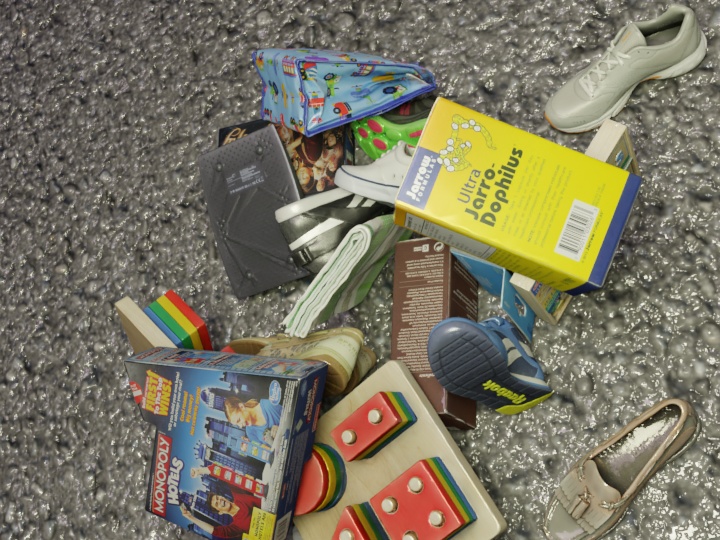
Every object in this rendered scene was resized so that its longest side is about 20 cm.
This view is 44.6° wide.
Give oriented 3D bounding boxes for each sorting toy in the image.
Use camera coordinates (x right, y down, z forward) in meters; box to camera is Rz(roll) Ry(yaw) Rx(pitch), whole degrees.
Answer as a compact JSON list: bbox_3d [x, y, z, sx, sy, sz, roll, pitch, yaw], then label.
[{"bbox_3d":[0.006,0.228,0.884,0.199,0.070,0.200,-41,66,18],"label":"sorting toy"},{"bbox_3d":[-0.189,0.136,1.054,0.070,0.199,0.200,-36,58,-24],"label":"sorting toy"}]

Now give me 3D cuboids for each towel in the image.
[{"bbox_3d":[0.000,0.000,0.988,0.031,0.200,0.149,42,110,11],"label":"towel"}]

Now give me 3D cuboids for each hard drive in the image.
[{"bbox_3d":[-0.130,-0.075,1.148,0.135,0.042,0.201,-19,83,22],"label":"hard drive"}]

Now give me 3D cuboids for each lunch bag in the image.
[{"bbox_3d":[-0.014,-0.242,1.107,0.199,0.094,0.150,-16,23,-23],"label":"lunch bag"}]

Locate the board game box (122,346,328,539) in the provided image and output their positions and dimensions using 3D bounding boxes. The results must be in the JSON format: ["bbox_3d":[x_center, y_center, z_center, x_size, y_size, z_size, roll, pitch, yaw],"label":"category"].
[{"bbox_3d":[-0.148,0.161,0.883,0.199,0.062,0.201,18,106,22],"label":"board game box"}]

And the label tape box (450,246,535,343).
[{"bbox_3d":[0.148,-0.033,0.972,0.066,0.143,0.201,-4,69,24],"label":"label tape box"}]

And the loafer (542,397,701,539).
[{"bbox_3d":[0.254,0.199,0.881,0.200,0.063,0.072,-45,58,4],"label":"loafer"}]

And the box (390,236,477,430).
[{"bbox_3d":[0.085,0.073,0.990,0.075,0.100,0.201,-7,67,24],"label":"box"}]

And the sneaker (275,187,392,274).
[{"bbox_3d":[0.003,-0.055,1.095,0.199,0.073,0.112,-20,94,-12],"label":"sneaker"}]

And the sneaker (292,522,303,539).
[{"bbox_3d":[0.002,0.228,0.982,0.200,0.075,0.114,-24,65,18],"label":"sneaker"}]

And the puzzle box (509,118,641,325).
[{"bbox_3d":[0.236,-0.047,0.943,0.025,0.133,0.200,29,86,31],"label":"puzzle box"}]

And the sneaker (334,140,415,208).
[{"bbox_3d":[0.044,-0.106,0.973,0.200,0.073,0.071,19,92,52],"label":"sneaker"}]

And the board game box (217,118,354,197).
[{"bbox_3d":[-0.104,-0.147,1.200,0.199,0.035,0.136,-9,68,22],"label":"board game box"}]

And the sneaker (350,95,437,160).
[{"bbox_3d":[0.066,-0.181,1.121,0.200,0.077,0.084,19,41,38],"label":"sneaker"}]

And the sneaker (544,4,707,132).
[{"bbox_3d":[0.296,-0.239,1.010,0.200,0.092,0.076,-32,60,12],"label":"sneaker"}]

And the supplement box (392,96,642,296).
[{"bbox_3d":[0.141,-0.066,0.828,0.199,0.109,0.110,22,85,3],"label":"supplement box"}]

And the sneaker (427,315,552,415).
[{"bbox_3d":[0.126,0.086,0.913,0.074,0.200,0.082,-28,53,22],"label":"sneaker"}]

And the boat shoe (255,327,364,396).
[{"bbox_3d":[-0.067,0.106,0.987,0.200,0.073,0.063,-12,34,50],"label":"boat shoe"}]

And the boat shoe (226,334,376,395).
[{"bbox_3d":[-0.076,0.113,1.074,0.199,0.064,0.072,4,108,30],"label":"boat shoe"}]
